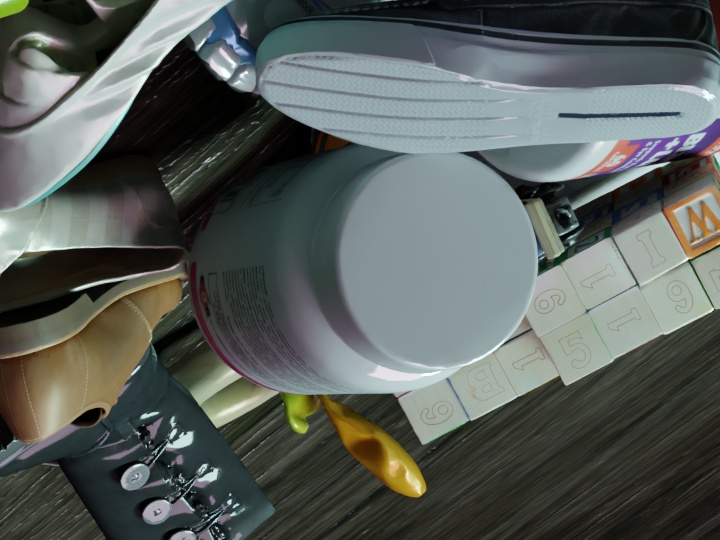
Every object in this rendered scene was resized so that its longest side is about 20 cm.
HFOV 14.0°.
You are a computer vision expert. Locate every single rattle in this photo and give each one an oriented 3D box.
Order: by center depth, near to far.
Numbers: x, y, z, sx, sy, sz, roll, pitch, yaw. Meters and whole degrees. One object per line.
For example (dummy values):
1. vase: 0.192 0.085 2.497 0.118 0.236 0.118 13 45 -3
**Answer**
1. rattle: -0.087 0.112 1.726 0.199 0.143 0.130 -26 -177 -30

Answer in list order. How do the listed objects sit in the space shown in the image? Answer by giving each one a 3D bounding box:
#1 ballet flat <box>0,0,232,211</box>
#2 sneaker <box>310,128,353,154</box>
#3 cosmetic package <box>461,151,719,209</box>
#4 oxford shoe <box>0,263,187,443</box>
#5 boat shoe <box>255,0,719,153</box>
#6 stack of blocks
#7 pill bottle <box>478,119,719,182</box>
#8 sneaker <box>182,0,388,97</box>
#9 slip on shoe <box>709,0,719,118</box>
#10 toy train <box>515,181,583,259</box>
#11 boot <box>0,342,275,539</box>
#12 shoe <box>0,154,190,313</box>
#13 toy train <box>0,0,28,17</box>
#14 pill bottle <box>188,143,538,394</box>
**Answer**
1. ballet flat: -0.106 -0.104 1.186 0.200 0.070 0.069 -41 160 23
2. sneaker: -0.004 -0.010 1.500 0.077 0.113 0.200 14 150 -10
3. cosmetic package: 0.125 -0.069 1.625 0.199 0.081 0.113 -21 162 -22
4. oxford shoe: -0.138 0.038 1.462 0.071 0.072 0.200 -8 -169 21
5. boat shoe: 0.054 -0.095 1.235 0.199 0.071 0.072 3 151 -8
6. stack of blocks: 0.106 0.014 1.514 0.199 0.059 0.115 -27 -171 11
7. pill bottle: 0.145 -0.109 1.476 0.199 0.112 0.111 -11 156 -46
8. sneaker: -0.004 -0.115 1.292 0.087 0.075 0.200 -40 161 17
9. slip on shoe: 0.130 -0.112 1.329 0.199 0.074 0.061 2 132 2
10. toy train: 0.057 -0.019 1.496 0.046 0.034 0.200 -28 -172 -20
11. boot: -0.155 0.116 1.619 0.164 0.066 0.200 -26 144 4
12. shoe: -0.162 -0.011 1.367 0.199 0.054 0.070 -14 159 -42
13. toy train: -0.173 -0.091 1.084 0.116 0.085 0.200 -34 169 -35
14. pill bottle: 0.000 0.000 1.341 0.113 0.114 0.200 -23 -175 -19
